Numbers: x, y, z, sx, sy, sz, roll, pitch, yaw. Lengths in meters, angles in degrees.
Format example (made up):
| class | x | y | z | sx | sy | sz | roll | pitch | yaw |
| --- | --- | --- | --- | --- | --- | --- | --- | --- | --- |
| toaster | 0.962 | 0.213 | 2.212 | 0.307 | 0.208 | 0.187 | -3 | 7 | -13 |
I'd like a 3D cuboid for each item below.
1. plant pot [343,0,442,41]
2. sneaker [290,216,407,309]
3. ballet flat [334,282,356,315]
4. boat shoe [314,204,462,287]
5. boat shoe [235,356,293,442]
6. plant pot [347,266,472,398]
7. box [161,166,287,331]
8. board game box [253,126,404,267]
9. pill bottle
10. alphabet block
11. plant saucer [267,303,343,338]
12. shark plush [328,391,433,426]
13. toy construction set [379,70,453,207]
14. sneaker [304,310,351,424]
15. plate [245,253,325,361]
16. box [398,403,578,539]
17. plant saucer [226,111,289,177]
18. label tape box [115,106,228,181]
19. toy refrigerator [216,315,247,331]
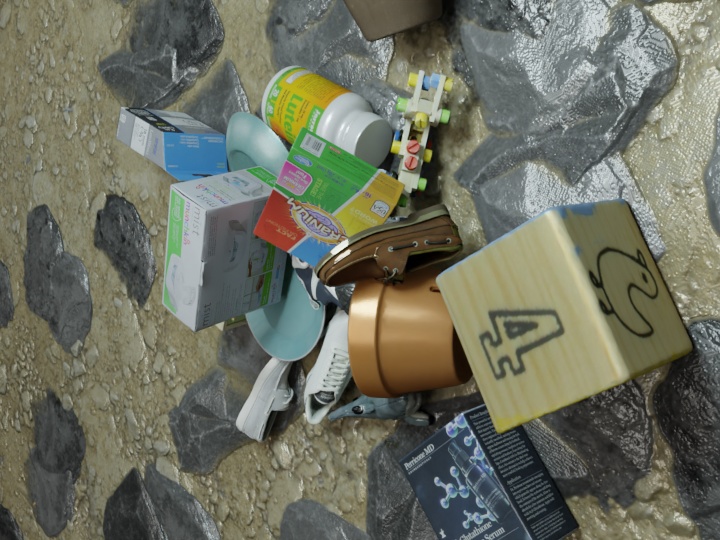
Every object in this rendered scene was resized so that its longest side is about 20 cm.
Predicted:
| class | x | y | z | sx | sy | sz | roll | pitch | yaw |
| --- | --- | --- | --- | --- | --- | --- | --- | --- | --- |
| plant pot | 0.035 | -0.413 | 1.206 | 0.197 | 0.199 | 0.178 | -5 | 109 | 42 |
| sneaker | 0.000 | 0.000 | 1.321 | 0.195 | 0.079 | 0.133 | -15 | 91 | 4 |
| ballet flat | 0.015 | 0.079 | 1.305 | 0.056 | 0.067 | 0.202 | 5 | 140 | 24 |
| boat shoe | 0.039 | -0.018 | 1.143 | 0.072 | 0.197 | 0.069 | 87 | 157 | -69 |
| boat shoe | -0.150 | 0.215 | 1.528 | 0.068 | 0.072 | 0.202 | 34 | 113 | 9 |
| plant pot | 0.083 | 0.079 | 1.220 | 0.137 | 0.199 | 0.205 | 4 | 99 | 25 |
| box | -0.199 | -0.034 | 1.345 | 0.096 | 0.174 | 0.204 | 32 | 125 | 34 |
| board game box | -0.047 | -0.081 | 1.184 | 0.151 | 0.041 | 0.201 | 28 | 143 | -5 |
| pill bottle | -0.049 | -0.224 | 1.342 | 0.198 | 0.110 | 0.113 | 33 | 116 | 35 |
| alphabet block | 0.240 | 0.052 | 1.059 | 0.195 | 0.193 | 0.204 | -33 | 74 | 42 |
| plant saucer | -0.083 | 0.010 | 1.446 | 0.197 | 0.050 | 0.205 | 7 | 100 | 41 |
| shark plush | 0.020 | 0.195 | 1.351 | 0.197 | 0.082 | 0.093 | -3 | 97 | 43 |
| toy construction set | 0.066 | -0.166 | 1.222 | 0.091 | 0.131 | 0.203 | 27 | 83 | -2 |
| sneaker | -0.037 | 0.151 | 1.386 | 0.075 | 0.081 | 0.203 | 21 | 123 | -1 |
| plate | -0.119 | 0.044 | 1.434 | 0.197 | 0.025 | 0.205 | 7 | 100 | 43 |
| box | 0.171 | 0.303 | 1.212 | 0.148 | 0.106 | 0.202 | -45 | 65 | 37 |
| plant saucer | -0.166 | -0.157 | 1.445 | 0.200 | 0.038 | 0.203 | 38 | 148 | 29 |
| label tape box | -0.315 | -0.223 | 1.568 | 0.198 | 0.143 | 0.065 | 31 | 113 | 35 |
| toy refrigerator | -0.207 | -0.001 | 1.529 | 0.070 | 0.075 | 0.203 | 37 | 125 | 32 |
